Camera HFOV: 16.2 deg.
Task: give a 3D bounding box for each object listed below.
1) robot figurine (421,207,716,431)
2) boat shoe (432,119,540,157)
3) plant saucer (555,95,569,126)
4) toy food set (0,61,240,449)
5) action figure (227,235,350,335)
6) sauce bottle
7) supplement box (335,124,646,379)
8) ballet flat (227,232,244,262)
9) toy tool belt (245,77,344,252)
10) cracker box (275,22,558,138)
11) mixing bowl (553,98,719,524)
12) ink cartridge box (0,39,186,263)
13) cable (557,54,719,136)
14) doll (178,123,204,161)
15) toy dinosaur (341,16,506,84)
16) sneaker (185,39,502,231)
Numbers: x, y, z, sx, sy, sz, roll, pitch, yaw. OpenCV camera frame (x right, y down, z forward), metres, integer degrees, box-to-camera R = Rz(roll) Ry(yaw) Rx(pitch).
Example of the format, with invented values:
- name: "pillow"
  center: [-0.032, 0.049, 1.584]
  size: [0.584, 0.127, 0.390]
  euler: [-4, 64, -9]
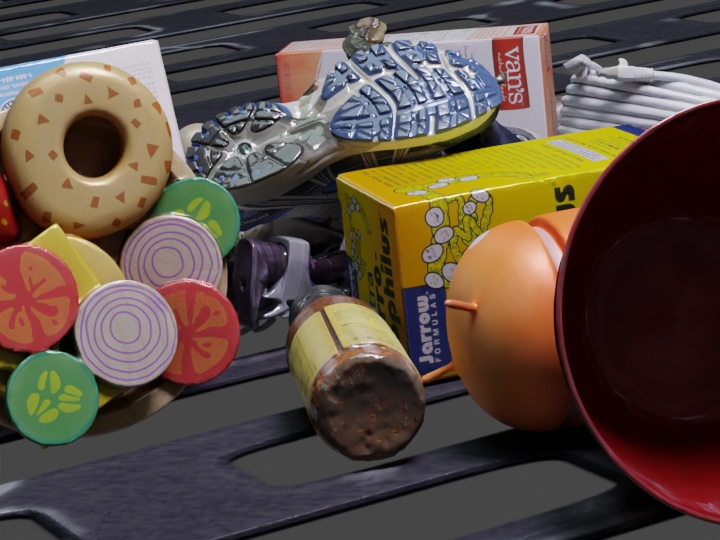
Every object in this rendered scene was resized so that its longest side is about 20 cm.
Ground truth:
- name: "robot figurine"
  center: [0.132, 0.021, 1.344]
  size: [0.198, 0.118, 0.144]
  euler: [-10, 13, -15]
- name: "boat shoe"
  center: [0.080, -0.079, 1.660]
  size: [0.075, 0.093, 0.200]
  euler: [-40, 21, 2]
- name: "plant saucer"
  center: [0.186, -0.110, 2.032]
  size: [0.198, 0.032, 0.200]
  euler: [-6, 13, 2]
- name: "toy food set"
  center: [-0.161, -0.002, 1.429]
  size: [0.200, 0.198, 0.049]
  euler: [-38, 4, -22]
- name: "action figure"
  center: [0.000, 0.000, 1.607]
  size: [0.199, 0.070, 0.130]
  euler: [-10, 7, -29]
- name: "sauce bottle"
  center: [-0.007, 0.050, 1.404]
  size: [0.065, 0.067, 0.200]
  euler: [-7, 14, -5]
- name: "supplement box"
  center: [0.098, -0.013, 1.514]
  size: [0.198, 0.110, 0.109]
  euler: [-11, 14, -17]
- name: "ballet flat"
  center: [-0.099, -0.015, 1.669]
  size: [0.076, 0.064, 0.200]
  euler: [-49, 9, 1]
- name: "toy tool belt"
  center: [0.003, -0.071, 1.747]
  size: [0.122, 0.126, 0.200]
  euler: [13, -19, -26]
- name: "cracker box"
  center: [0.044, -0.105, 1.856]
  size: [0.198, 0.135, 0.058]
  euler: [-4, 14, 13]
- name: "mixing bowl"
  center: [0.172, 0.022, 1.218]
  size: [0.199, 0.202, 0.108]
  euler: [-10, -1, -15]
- name: "ink cartridge box"
  center: [-0.174, -0.020, 1.524]
  size: [0.128, 0.202, 0.125]
  euler: [-12, -3, -21]
- name: "cable"
  center: [0.233, -0.089, 1.732]
  size: [0.198, 0.070, 0.200]
  euler: [13, 1, 9]
- name: "doll"
  center: [-0.151, -0.064, 1.786]
  size: [0.136, 0.049, 0.200]
  euler: [14, -22, -29]
- name: "toy dinosaur"
  center: [0.044, -0.127, 1.693]
  size: [0.088, 0.048, 0.200]
  euler: [16, 9, -17]
- name: "sneaker"
  center: [-0.008, -0.078, 1.570]
  size: [0.198, 0.085, 0.077]
  euler: [-16, 58, -2]
